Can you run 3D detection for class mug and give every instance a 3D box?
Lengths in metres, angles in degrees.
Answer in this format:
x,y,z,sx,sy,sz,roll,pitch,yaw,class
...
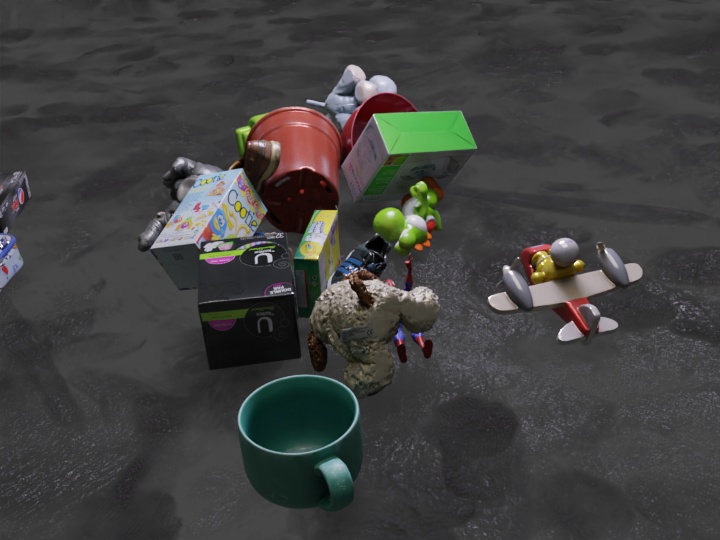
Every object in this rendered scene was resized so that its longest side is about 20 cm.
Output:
x,y,z,sx,sy,sz,roll,pitch,yaw,class
-0.074,0.229,1.123,0.152,0.115,0.185,0,31,7,mug

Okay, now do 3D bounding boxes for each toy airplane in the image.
x,y,z,sx,sy,sz,roll,pitch,yaw,class
0.316,0.021,1.407,0.199,0.141,0.200,13,34,26,toy airplane

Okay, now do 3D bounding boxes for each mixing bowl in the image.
x,y,z,sx,sy,sz,roll,pitch,yaw,class
0.031,-0.267,1.916,0.200,0.201,0.108,-26,16,-33,mixing bowl

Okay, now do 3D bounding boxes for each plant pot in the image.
x,y,z,sx,sy,sz,roll,pitch,yaw,class
-0.124,-0.186,1.782,0.200,0.201,0.195,-6,38,-4,plant pot

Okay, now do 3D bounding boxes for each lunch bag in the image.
x,y,z,sx,sy,sz,roll,pitch,yaw,class
-0.724,-0.007,1.649,0.199,0.076,0.160,2,33,12,lunch bag

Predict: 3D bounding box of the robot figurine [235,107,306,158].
x,y,z,sx,sy,sz,roll,pitch,yaw,class
-0.175,-0.300,2.043,0.200,0.116,0.175,-18,21,-23,robot figurine

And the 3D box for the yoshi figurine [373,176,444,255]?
x,y,z,sx,sy,sz,roll,pitch,yaw,class
0.083,-0.106,1.696,0.112,0.113,0.200,-1,31,20,yoshi figurine

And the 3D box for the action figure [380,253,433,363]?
x,y,z,sx,sy,sz,roll,pitch,yaw,class
0.064,0.049,1.439,0.065,0.099,0.200,-8,28,-8,action figure

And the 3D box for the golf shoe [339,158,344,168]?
x,y,z,sx,sy,sz,roll,pitch,yaw,class
-0.059,-0.263,1.975,0.200,0.088,0.077,-29,-5,-38,golf shoe

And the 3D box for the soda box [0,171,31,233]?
x,y,z,sx,sy,sz,roll,pitch,yaw,class
-0.745,-0.135,1.881,0.071,0.063,0.200,-4,30,0,soda box

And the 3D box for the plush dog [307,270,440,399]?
x,y,z,sx,sy,sz,roll,pitch,yaw,class
-0.010,0.068,1.337,0.172,0.161,0.200,2,49,55,plush dog

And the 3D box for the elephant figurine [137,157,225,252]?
x,y,z,sx,sy,sz,roll,pitch,yaw,class
-0.325,-0.115,1.761,0.141,0.155,0.200,32,32,-26,elephant figurine

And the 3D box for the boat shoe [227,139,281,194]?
x,y,z,sx,sy,sz,roll,pitch,yaw,class
-0.215,-0.177,1.689,0.067,0.200,0.072,12,54,-26,boat shoe

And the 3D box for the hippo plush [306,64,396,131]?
x,y,z,sx,sy,sz,roll,pitch,yaw,class
0.010,-0.392,2.197,0.161,0.160,0.200,-10,-17,-45,hippo plush

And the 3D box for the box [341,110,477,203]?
x,y,z,sx,sy,sz,roll,pitch,yaw,class
0.090,-0.220,1.765,0.199,0.177,0.097,-7,64,-28,box

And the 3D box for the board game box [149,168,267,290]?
x,y,z,sx,sy,sz,roll,pitch,yaw,class
-0.264,-0.073,1.610,0.105,0.103,0.200,-5,42,30,board game box

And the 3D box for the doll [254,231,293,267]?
x,y,z,sx,sy,sz,roll,pitch,yaw,class
-0.203,-0.035,1.657,0.136,0.049,0.200,-36,36,-29,doll

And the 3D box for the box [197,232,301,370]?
x,y,z,sx,sy,sz,roll,pitch,yaw,class
-0.176,0.044,1.443,0.148,0.125,0.200,-7,31,-4,box

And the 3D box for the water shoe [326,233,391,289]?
x,y,z,sx,sy,sz,roll,pitch,yaw,class
0.000,0.000,1.523,0.071,0.079,0.200,37,30,-10,water shoe

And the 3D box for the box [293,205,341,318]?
x,y,z,sx,sy,sz,roll,pitch,yaw,class
-0.068,-0.021,1.549,0.048,0.118,0.200,3,30,11,box
